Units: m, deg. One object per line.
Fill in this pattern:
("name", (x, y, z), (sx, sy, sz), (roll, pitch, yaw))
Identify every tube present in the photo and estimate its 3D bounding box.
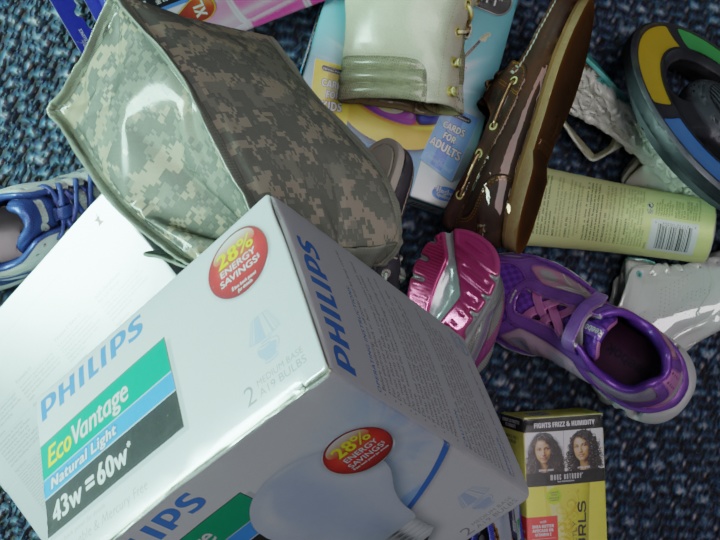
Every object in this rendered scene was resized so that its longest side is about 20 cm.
("tube", (0.183, -0.047, 0.798), (0.196, 0.053, 0.059), (8, 46, 6))

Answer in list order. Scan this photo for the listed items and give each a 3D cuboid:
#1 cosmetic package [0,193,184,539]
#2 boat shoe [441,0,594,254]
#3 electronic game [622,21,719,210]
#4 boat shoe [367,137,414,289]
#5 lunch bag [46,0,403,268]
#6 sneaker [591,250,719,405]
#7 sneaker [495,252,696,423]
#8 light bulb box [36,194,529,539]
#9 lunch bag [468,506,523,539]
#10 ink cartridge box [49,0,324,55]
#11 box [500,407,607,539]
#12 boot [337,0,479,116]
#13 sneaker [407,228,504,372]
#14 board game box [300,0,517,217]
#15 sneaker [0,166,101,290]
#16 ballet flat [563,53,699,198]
("cosmetic package", (-0.179, 0.069, 0.672), (0.200, 0.052, 0.151), (-44, 83, 13))
("boat shoe", (0.117, -0.116, 0.739), (0.069, 0.070, 0.203), (18, 81, 25))
("electronic game", (0.287, -0.118, 0.786), (0.197, 0.042, 0.203), (21, 47, -24))
("boat shoe", (0.000, 0.000, 0.744), (0.062, 0.073, 0.203), (15, 105, -32))
("lunch bag", (-0.079, -0.066, 0.649), (0.201, 0.163, 0.118), (50, 117, 22))
("sneaker", (0.256, 0.018, 0.814), (0.199, 0.075, 0.089), (-36, 84, -9))
("sneaker", (0.164, 0.042, 0.754), (0.198, 0.088, 0.081), (30, 90, 19))
("light bulb box", (-0.044, 0.101, 0.566), (0.197, 0.126, 0.199), (-38, 136, 17))
("lunch bag", (0.049, 0.206, 0.701), (0.122, 0.170, 0.203), (23, 80, 22))
("ink cartridge box", (-0.121, -0.206, 0.704), (0.196, 0.095, 0.038), (-19, 57, 1))
("box", (0.157, 0.215, 0.794), (0.074, 0.050, 0.205), (0, 89, -13))
("boot", (0.078, -0.192, 0.723), (0.195, 0.072, 0.158), (0, 88, -2))
("sneaker", (0.051, 0.072, 0.735), (0.081, 0.088, 0.201), (39, 96, 31))
("board game box", (0.031, -0.163, 0.777), (0.148, 0.047, 0.204), (17, 86, -11))
("sneaker", (-0.212, -0.033, 0.702), (0.197, 0.088, 0.076), (-25, 92, -13))
("ballet flat", (0.222, -0.108, 0.816), (0.199, 0.072, 0.072), (39, 82, -7))
